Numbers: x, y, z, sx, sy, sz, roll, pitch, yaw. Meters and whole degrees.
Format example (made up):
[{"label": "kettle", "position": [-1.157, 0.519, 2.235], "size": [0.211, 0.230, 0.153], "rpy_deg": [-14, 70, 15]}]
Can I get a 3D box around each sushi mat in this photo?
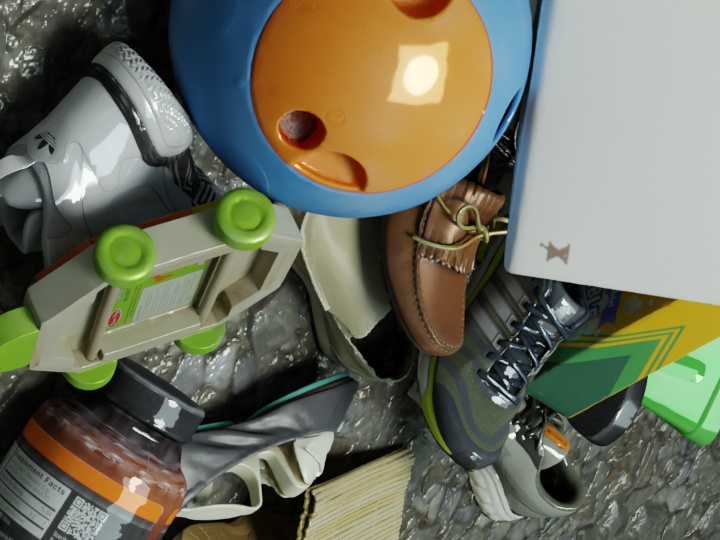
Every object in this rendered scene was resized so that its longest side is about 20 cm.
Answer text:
[{"label": "sushi mat", "position": [-0.006, 0.186, 1.414], "size": [0.200, 0.012, 0.096], "rpy_deg": [-12, 113, -69]}]

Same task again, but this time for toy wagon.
[{"label": "toy wagon", "position": [-0.129, 0.016, 1.076], "size": [0.199, 0.040, 0.155], "rpy_deg": [-17, 161, -23]}]

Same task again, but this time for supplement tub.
[{"label": "supplement tub", "position": [-0.173, 0.150, 1.182], "size": [0.200, 0.107, 0.107], "rpy_deg": [-57, 144, -1]}]

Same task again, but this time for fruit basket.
[{"label": "fruit basket", "position": [0.286, 0.027, 1.616], "size": [0.215, 0.155, 0.217], "rpy_deg": [-13, 118, -25]}]

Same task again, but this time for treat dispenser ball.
[{"label": "treat dispenser ball", "position": [-0.006, -0.130, 1.094], "size": [0.200, 0.201, 0.202], "rpy_deg": [-29, 135, -33]}]

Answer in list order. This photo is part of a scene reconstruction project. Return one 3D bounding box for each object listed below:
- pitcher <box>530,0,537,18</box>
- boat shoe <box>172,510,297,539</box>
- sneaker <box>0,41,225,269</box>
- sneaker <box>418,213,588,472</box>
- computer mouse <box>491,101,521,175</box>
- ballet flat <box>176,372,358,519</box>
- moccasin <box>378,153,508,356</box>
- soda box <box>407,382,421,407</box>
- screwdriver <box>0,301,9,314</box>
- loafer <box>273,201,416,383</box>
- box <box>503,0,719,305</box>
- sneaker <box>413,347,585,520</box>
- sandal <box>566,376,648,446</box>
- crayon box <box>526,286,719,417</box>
[{"label": "pitcher", "position": [0.194, -0.140, 1.398], "size": [0.171, 0.121, 0.201], "rpy_deg": [-41, 130, -25]}, {"label": "boat shoe", "position": [-0.090, 0.212, 1.368], "size": [0.069, 0.071, 0.200], "rpy_deg": [-38, 157, 17]}, {"label": "sneaker", "position": [-0.138, -0.034, 1.121], "size": [0.115, 0.075, 0.200], "rpy_deg": [-38, 148, -10]}, {"label": "sneaker", "position": [0.101, 0.039, 1.296], "size": [0.074, 0.081, 0.201], "rpy_deg": [37, 57, -26]}, {"label": "computer mouse", "position": [0.155, -0.106, 1.292], "size": [0.200, 0.140, 0.046], "rpy_deg": [-36, -163, 37]}, {"label": "ballet flat", "position": [-0.072, 0.123, 1.309], "size": [0.199, 0.073, 0.073], "rpy_deg": [-15, 127, -41]}, {"label": "moccasin", "position": [0.061, -0.046, 1.274], "size": [0.074, 0.077, 0.202], "rpy_deg": [28, 66, -53]}, {"label": "soda box", "position": [0.126, 0.038, 1.484], "size": [0.200, 0.068, 0.064], "rpy_deg": [-54, 145, -5]}, {"label": "screwdriver", "position": [-0.220, -0.002, 1.088], "size": [0.028, 0.029, 0.200], "rpy_deg": [-49, 147, -12]}, {"label": "loafer", "position": [0.000, 0.000, 1.307], "size": [0.076, 0.068, 0.200], "rpy_deg": [-43, 141, -20]}, {"label": "box", "position": [0.194, -0.100, 1.153], "size": [0.171, 0.199, 0.200], "rpy_deg": [-68, 167, -70]}, {"label": "sneaker", "position": [0.100, 0.095, 1.379], "size": [0.074, 0.079, 0.201], "rpy_deg": [-55, 131, -35]}, {"label": "sandal", "position": [0.189, 0.066, 1.488], "size": [0.043, 0.200, 0.076], "rpy_deg": [38, 113, -16]}, {"label": "crayon box", "position": [0.194, 0.000, 1.329], "size": [0.051, 0.200, 0.126], "rpy_deg": [32, 45, -28]}]
